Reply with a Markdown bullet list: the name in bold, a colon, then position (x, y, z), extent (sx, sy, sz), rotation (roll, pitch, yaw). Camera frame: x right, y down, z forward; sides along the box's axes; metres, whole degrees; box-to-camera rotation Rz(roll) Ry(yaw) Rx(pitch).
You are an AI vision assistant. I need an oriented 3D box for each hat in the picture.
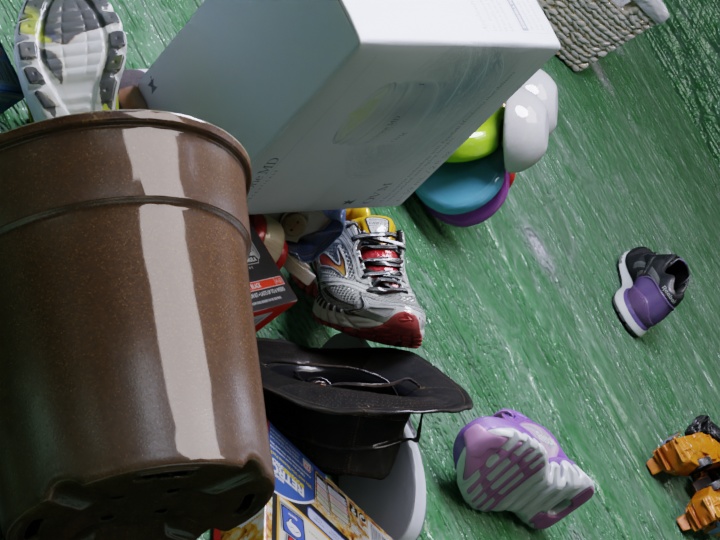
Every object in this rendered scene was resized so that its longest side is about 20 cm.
- **hat**: position (-0.015, 0.106, 1.422), extent (0.200, 0.199, 0.081), rotation (-20, 119, -69)

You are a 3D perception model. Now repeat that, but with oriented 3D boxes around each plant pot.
- **plant pot**: position (-0.140, 0.046, 1.116), extent (0.200, 0.200, 0.199), rotation (26, 45, -55)

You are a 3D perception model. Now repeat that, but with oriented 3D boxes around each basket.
- **basket**: position (0.297, -0.422, 2.815), extent (0.198, 0.160, 0.201), rotation (30, 34, -51)

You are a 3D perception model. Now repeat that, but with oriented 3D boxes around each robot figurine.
- **robot figurine**: position (0.386, 0.231, 2.218), extent (0.200, 0.058, 0.146), rotation (7, 54, -64)

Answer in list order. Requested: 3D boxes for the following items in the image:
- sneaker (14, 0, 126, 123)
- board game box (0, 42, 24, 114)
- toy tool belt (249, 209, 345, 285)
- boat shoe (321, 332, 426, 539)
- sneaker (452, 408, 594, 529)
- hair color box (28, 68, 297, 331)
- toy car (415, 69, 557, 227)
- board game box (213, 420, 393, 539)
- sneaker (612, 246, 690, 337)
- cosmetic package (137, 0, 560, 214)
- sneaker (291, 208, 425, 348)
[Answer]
- **sneaker**: position (-0.191, -0.094, 1.321), extent (0.074, 0.085, 0.201), rotation (-2, 68, -19)
- **board game box**: position (-0.306, -0.194, 1.278), extent (0.201, 0.036, 0.151), rotation (63, 20, 10)
- **toy tool belt**: position (-0.056, -0.055, 1.533), extent (0.123, 0.125, 0.201), rotation (31, 33, -35)
- **boat shoe**: position (0.017, 0.131, 1.507), extent (0.057, 0.068, 0.201), rotation (38, 26, -43)
- **sneaker**: position (0.125, 0.156, 1.715), extent (0.200, 0.080, 0.089), rotation (34, 24, -57)
- **hair color box**: position (-0.136, -0.042, 1.396), extent (0.201, 0.061, 0.101), rotation (58, 24, 9)
- **toy car**: position (0.102, -0.121, 1.979), extent (0.200, 0.174, 0.151), rotation (-60, 152, -68)
- **board game box**: position (-0.032, 0.214, 1.301), extent (0.152, 0.046, 0.200), rotation (46, 23, -29)
- **sneaker**: position (0.366, 0.013, 2.444), extent (0.076, 0.087, 0.200), rotation (52, 21, -13)
- **cosmetic package**: position (-0.009, -0.141, 1.384), extent (0.199, 0.199, 0.123), rotation (-4, 60, -43)
- **sneaker**: position (0.000, 0.000, 1.544), extent (0.077, 0.083, 0.200), rotation (14, 15, -25)
